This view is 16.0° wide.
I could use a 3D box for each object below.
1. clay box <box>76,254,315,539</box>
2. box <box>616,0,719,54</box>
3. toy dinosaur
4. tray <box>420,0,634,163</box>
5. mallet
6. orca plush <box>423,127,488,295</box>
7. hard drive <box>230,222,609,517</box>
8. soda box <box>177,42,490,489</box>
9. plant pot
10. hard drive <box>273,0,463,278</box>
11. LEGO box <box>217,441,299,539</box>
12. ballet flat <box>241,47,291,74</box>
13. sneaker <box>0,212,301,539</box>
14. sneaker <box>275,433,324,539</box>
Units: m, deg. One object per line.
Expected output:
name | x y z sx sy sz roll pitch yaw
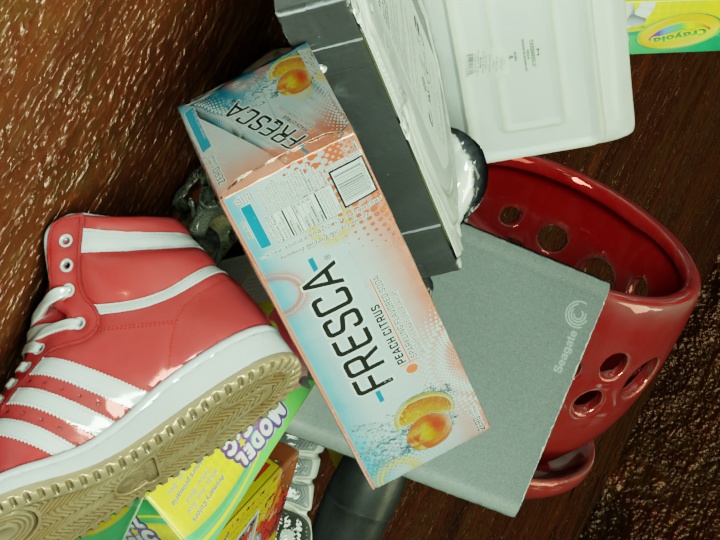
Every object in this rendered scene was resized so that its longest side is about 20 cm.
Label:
clay box | -0.088 0.074 1.186 0.048 0.114 0.200 51 50 -24
box | 0.114 -0.169 1.326 0.049 0.198 0.118 93 -7 -56
toy dinosaur | -0.093 -0.001 1.193 0.200 0.047 0.088 -56 170 -30
tray | 0.081 -0.115 1.276 0.201 0.107 0.022 76 6 -54
mallet | -0.011 0.093 1.518 0.066 0.041 0.200 -63 -160 24
orca plush | 0.000 0.000 1.318 0.201 0.105 0.071 -55 156 19
hard drive | 0.021 0.035 1.382 0.140 0.199 0.033 -68 -163 4
soda box | -0.009 0.002 1.100 0.063 0.069 0.201 -26 133 -1
plant pot | 0.107 0.038 1.741 0.183 0.200 0.200 -64 169 26
hard drive | 0.003 -0.107 1.158 0.200 0.038 0.140 64 17 -50
LEGO box | -0.119 0.179 1.318 0.200 0.077 0.150 -45 155 -59
ballet flat | -0.031 -0.073 1.234 0.200 0.069 0.070 -100 -154 -64
sneaker | -0.136 0.051 1.085 0.199 0.113 0.071 -29 156 -17
sneaker | -0.057 0.094 1.482 0.115 0.075 0.201 158 -52 -76
